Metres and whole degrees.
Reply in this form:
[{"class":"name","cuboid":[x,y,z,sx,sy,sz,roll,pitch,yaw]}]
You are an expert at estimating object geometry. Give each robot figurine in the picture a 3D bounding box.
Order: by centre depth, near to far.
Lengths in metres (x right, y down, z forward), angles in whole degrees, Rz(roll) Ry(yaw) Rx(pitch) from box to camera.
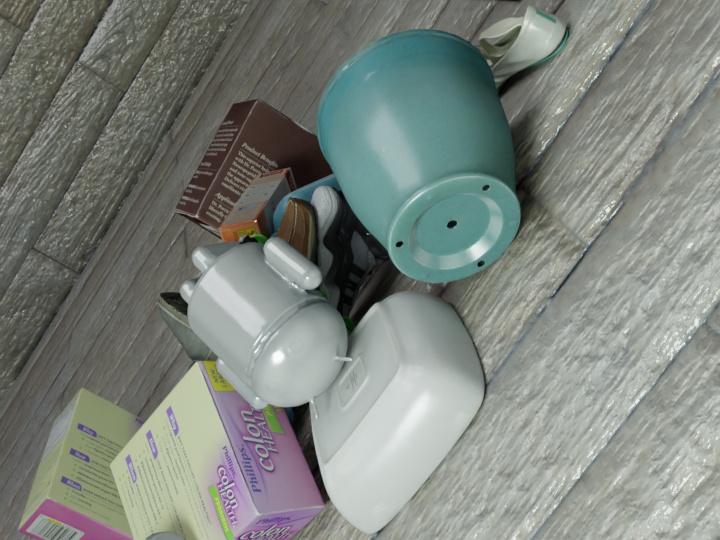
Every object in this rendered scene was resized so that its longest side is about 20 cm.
[{"class":"robot figurine","cuboid":[-0.090,0.052,0.962,0.199,0.112,0.172,41,124,26]}]

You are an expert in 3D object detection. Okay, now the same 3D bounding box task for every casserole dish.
[{"class":"casserole dish","cuboid":[-0.029,-0.092,1.209,0.197,0.039,0.121,-26,-4,-17]}]

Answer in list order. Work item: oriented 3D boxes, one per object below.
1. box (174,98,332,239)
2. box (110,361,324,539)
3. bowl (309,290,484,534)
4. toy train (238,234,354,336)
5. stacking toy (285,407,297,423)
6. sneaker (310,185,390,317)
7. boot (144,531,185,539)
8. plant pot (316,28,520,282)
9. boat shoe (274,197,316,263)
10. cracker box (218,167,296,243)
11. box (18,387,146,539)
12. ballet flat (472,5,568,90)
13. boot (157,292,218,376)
[{"class":"box","cuboid":[-0.159,-0.133,1.522,0.203,0.164,0.164,-61,22,-6]},{"class":"box","cuboid":[-0.158,0.228,1.053,0.200,0.096,0.178,-47,56,30]},{"class":"bowl","cuboid":[0.020,0.123,0.947,0.201,0.074,0.201,-54,24,17]},{"class":"toy train","cuboid":[-0.065,0.042,1.063,0.056,0.200,0.042,-42,12,21]},{"class":"stacking toy","cuboid":[-0.091,0.124,1.192,0.085,0.085,0.202,-17,41,59]},{"class":"sneaker","cuboid":[0.000,0.000,1.139,0.076,0.111,0.204,-122,30,-64]},{"class":"boot","cuboid":[-0.168,0.360,0.957,0.096,0.073,0.202,-47,67,36]},{"class":"plant pot","cuboid":[0.070,-0.100,0.980,0.200,0.198,0.190,-47,41,27]},{"class":"boat shoe","cuboid":[-0.100,0.018,1.107,0.076,0.072,0.204,-132,54,-67]},{"class":"cracker box","cuboid":[-0.117,-0.037,1.292,0.056,0.136,0.201,-11,22,13]},{"class":"box","cuboid":[-0.373,0.307,1.430,0.097,0.174,0.202,-43,27,31]},{"class":"ballet flat","cuboid":[0.150,-0.243,1.124,0.199,0.069,0.071,-28,37,53]},{"class":"boot","cuboid":[-0.218,0.151,1.239,0.181,0.072,0.203,34,112,34]}]
